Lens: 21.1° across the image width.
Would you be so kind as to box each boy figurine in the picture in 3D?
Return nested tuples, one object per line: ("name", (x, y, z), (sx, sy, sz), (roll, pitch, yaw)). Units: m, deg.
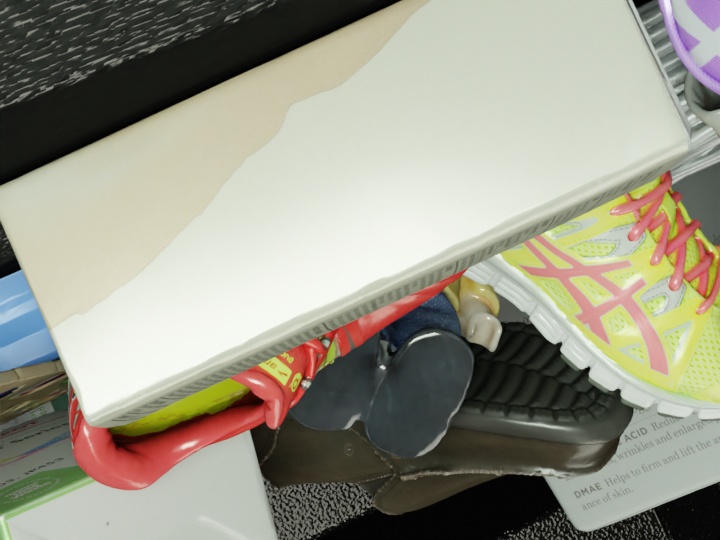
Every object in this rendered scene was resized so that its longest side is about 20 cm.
("boy figurine", (0.000, 0.000, 0.835), (0.200, 0.123, 0.065), (-98, -153, -67))

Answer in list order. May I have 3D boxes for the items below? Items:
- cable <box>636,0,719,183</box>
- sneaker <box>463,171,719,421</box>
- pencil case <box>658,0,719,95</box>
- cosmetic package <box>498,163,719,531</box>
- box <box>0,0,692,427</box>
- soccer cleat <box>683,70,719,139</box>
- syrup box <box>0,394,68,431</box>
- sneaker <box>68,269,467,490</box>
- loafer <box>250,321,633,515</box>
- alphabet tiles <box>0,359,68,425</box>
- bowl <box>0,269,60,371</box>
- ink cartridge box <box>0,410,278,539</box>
("cable", (0.147, -0.083, 0.888), (0.199, 0.070, 0.200), (-25, 175, -10))
("sneaker", (0.104, -0.014, 0.779), (0.091, 0.199, 0.078), (-57, -175, 43))
("pencil case", (0.180, -0.107, 0.622), (0.085, 0.085, 0.199), (17, -151, 42))
("cosmetic package", (0.170, 0.011, 1.142), (0.164, 0.201, 0.165), (-28, -173, 36))
("box", (-0.004, -0.027, 0.608), (0.199, 0.078, 0.095), (-25, 176, -2))
("soccer cleat", (0.168, -0.056, 0.761), (0.084, 0.201, 0.069), (-13, -141, -9))
("syrup box", (-0.169, 0.082, 1.049), (0.199, 0.079, 0.081), (-24, 176, -9))
("sneaker", (-0.022, 0.017, 0.687), (0.199, 0.077, 0.085), (-36, -156, 17))
("loafer", (0.031, 0.069, 0.854), (0.198, 0.072, 0.073), (2, -150, 33))
("alphabet tiles", (-0.195, 0.076, 0.764), (0.199, 0.008, 0.167), (-25, 176, 15))
("bowl", (-0.140, 0.031, 0.845), (0.199, 0.040, 0.201), (-25, 176, -2))
("ink cartridge box", (-0.137, 0.107, 0.805), (0.116, 0.068, 0.199), (-21, -171, -35))
